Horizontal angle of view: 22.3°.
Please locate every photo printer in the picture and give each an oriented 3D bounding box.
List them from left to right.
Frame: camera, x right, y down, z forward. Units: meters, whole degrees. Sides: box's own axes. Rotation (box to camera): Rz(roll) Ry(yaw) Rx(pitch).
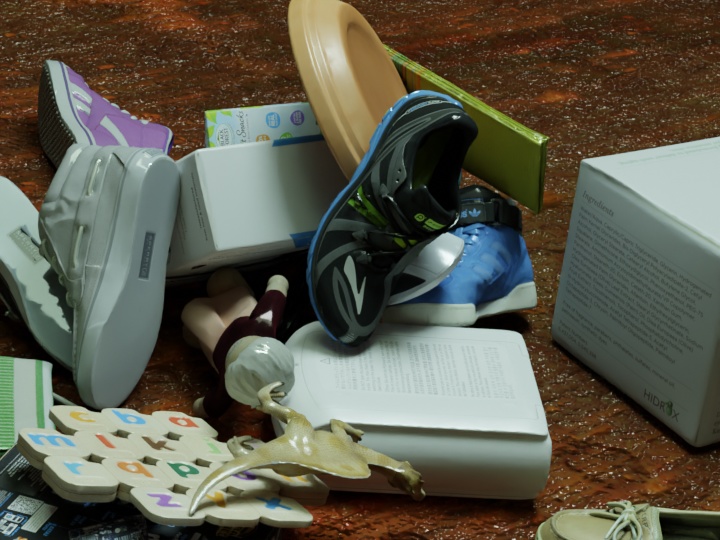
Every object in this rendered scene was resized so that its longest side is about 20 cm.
[{"bbox_3d":[0.032,0.101,1.364,0.199,0.070,0.167,3,27,-7],"label":"photo printer"}]

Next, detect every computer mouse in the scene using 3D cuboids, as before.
[{"bbox_3d":[0.000,0.000,1.454,0.199,0.044,0.110,-20,23,43],"label":"computer mouse"}]

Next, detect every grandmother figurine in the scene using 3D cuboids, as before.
[{"bbox_3d":[-0.092,0.058,1.369,0.060,0.122,0.200,20,5,-17],"label":"grandmother figurine"}]

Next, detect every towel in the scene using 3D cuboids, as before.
[{"bbox_3d":[-0.320,0.104,1.315,0.199,0.024,0.153,-2,26,-10],"label":"towel"},{"bbox_3d":[0.075,-0.125,1.529,0.200,0.086,0.018,34,60,27],"label":"towel"}]

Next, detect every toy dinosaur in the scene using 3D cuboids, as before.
[{"bbox_3d":[-0.043,0.118,1.212,0.199,0.059,0.101,5,16,-38],"label":"toy dinosaur"}]

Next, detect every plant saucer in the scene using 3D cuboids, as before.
[{"bbox_3d":[0.005,-0.133,1.452,0.037,0.201,0.200,-23,23,15],"label":"plant saucer"}]

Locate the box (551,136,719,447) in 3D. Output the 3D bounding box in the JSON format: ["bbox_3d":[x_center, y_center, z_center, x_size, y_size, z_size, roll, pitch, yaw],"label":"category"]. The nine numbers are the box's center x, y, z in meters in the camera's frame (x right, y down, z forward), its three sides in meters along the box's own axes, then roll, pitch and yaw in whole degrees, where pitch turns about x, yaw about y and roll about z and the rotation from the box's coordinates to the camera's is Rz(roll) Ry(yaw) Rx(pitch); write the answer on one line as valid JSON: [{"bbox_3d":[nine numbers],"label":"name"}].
[{"bbox_3d":[0.297,0.009,1.497,0.198,0.172,0.200,-11,32,-32],"label":"box"}]

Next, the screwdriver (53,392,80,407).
[{"bbox_3d":[-0.171,0.116,1.330,0.200,0.029,0.028,28,33,33],"label":"screwdriver"}]

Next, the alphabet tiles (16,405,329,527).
[{"bbox_3d":[-0.124,0.133,1.225,0.199,0.015,0.195,6,14,-33],"label":"alphabet tiles"}]

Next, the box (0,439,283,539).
[{"bbox_3d":[-0.172,0.193,1.157,0.197,0.050,0.200,14,27,12],"label":"box"}]

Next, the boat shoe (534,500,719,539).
[{"bbox_3d":[0.221,0.185,1.255,0.200,0.063,0.073,10,27,4],"label":"boat shoe"}]

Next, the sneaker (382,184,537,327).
[{"bbox_3d":[0.077,-0.012,1.504,0.076,0.112,0.200,-7,2,37],"label":"sneaker"}]

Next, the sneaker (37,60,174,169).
[{"bbox_3d":[-0.243,-0.134,1.761,0.114,0.073,0.201,-2,39,-25],"label":"sneaker"}]

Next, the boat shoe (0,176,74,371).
[{"bbox_3d":[-0.255,0.014,1.455,0.074,0.068,0.199,-38,72,-22],"label":"boat shoe"}]

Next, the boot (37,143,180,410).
[{"bbox_3d":[-0.203,0.002,1.396,0.095,0.201,0.073,9,-8,30],"label":"boot"}]

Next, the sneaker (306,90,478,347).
[{"bbox_3d":[0.024,-0.038,1.347,0.071,0.200,0.083,26,-1,-36],"label":"sneaker"}]

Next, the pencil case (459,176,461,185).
[{"bbox_3d":[0.033,-0.060,1.659,0.085,0.092,0.200,52,27,-9],"label":"pencil case"}]

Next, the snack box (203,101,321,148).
[{"bbox_3d":[-0.068,-0.107,1.633,0.141,0.053,0.200,-7,-6,-6],"label":"snack box"}]

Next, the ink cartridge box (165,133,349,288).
[{"bbox_3d":[-0.106,-0.045,1.492,0.144,0.085,0.200,-10,-5,-31],"label":"ink cartridge box"}]
